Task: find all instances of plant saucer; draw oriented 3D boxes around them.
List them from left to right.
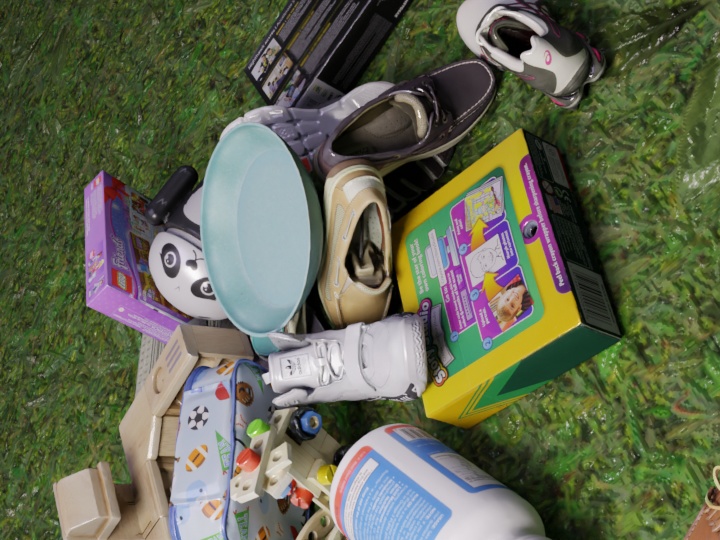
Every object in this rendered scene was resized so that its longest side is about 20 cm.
[{"bbox_3d":[-0.089,-0.039,1.020,0.200,0.036,0.200,10,102,53],"label":"plant saucer"}]

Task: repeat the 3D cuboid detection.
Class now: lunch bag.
[{"bbox_3d":[-0.105,0.194,1.022,0.076,0.160,0.200,-13,56,26],"label":"lunch bag"}]

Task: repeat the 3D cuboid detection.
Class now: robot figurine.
[{"bbox_3d":[-0.137,-0.042,1.162,0.150,0.125,0.200,18,63,45],"label":"robot figurine"}]

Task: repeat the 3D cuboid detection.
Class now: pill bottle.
[{"bbox_3d":[0.072,0.208,0.852,0.200,0.112,0.112,29,95,51],"label":"pill bottle"}]

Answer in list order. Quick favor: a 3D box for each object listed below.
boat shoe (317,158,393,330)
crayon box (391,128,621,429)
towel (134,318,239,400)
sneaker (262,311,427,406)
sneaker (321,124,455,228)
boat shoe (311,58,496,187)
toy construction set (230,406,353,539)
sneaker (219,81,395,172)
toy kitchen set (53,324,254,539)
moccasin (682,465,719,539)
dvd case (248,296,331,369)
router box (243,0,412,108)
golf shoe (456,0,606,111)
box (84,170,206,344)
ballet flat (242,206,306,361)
[{"bbox_3d":[0.000,0.000,0.989,0.076,0.072,0.200,-119,17,-47],"label":"boat shoe"},{"bbox_3d":[0.115,0.008,0.936,0.173,0.058,0.200,-37,48,35],"label":"crayon box"},{"bbox_3d":[-0.191,0.046,1.274,0.193,0.035,0.200,-31,44,33],"label":"towel"},{"bbox_3d":[-0.017,0.083,0.953,0.200,0.115,0.075,146,120,-70],"label":"sneaker"},{"bbox_3d":[0.008,-0.084,1.091,0.200,0.076,0.116,-50,15,-4],"label":"sneaker"},{"bbox_3d":[0.047,-0.139,1.002,0.072,0.200,0.065,60,165,5],"label":"boat shoe"},{"bbox_3d":[-0.051,0.197,0.950,0.092,0.200,0.131,1,50,35],"label":"toy construction set"},{"bbox_3d":[-0.044,-0.139,1.125,0.200,0.082,0.077,-12,94,6],"label":"sneaker"},{"bbox_3d":[-0.198,0.186,1.092,0.180,0.163,0.200,-55,43,33],"label":"toy kitchen set"},{"bbox_3d":[0.267,0.138,0.693,0.201,0.078,0.074,-51,43,19],"label":"moccasin"},{"bbox_3d":[-0.112,0.108,1.176,0.200,0.016,0.149,-54,42,17],"label":"dvd case"},{"bbox_3d":[-0.041,-0.267,1.238,0.200,0.051,0.149,-52,40,17],"label":"router box"},{"bbox_3d":[0.139,-0.220,0.992,0.077,0.088,0.200,-59,39,12],"label":"golf shoe"},{"bbox_3d":[-0.245,-0.011,1.233,0.039,0.137,0.200,-41,39,22],"label":"box"},{"bbox_3d":[-0.082,-0.007,1.102,0.067,0.062,0.200,5,95,30],"label":"ballet flat"}]
